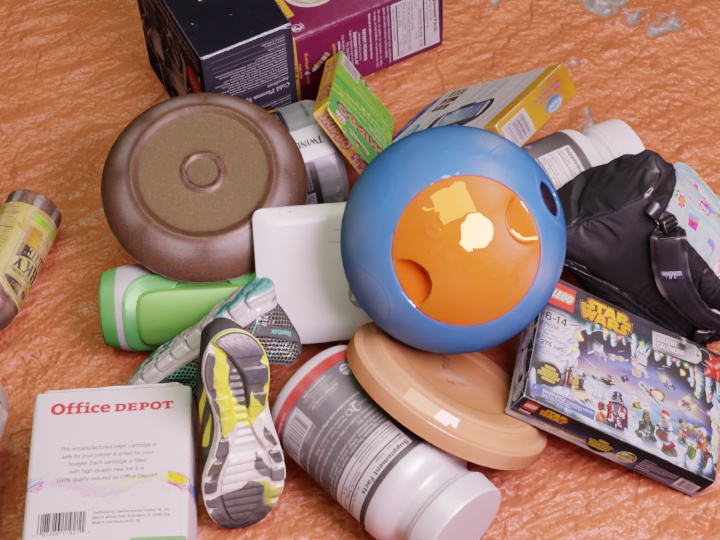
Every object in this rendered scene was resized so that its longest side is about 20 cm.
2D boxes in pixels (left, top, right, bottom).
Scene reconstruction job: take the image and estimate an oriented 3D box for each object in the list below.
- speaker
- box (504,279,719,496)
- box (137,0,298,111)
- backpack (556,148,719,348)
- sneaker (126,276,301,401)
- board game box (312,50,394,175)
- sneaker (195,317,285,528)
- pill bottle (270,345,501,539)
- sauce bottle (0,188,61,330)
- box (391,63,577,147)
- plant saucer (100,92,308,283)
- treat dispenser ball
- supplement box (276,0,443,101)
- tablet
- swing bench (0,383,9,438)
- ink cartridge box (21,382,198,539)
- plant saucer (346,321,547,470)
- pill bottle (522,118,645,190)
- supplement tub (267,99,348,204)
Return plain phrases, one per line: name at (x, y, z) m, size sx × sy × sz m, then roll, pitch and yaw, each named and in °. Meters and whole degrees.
speaker at (-0.148, 0.031, 1.614) m, size 0.199 × 0.089 × 0.089 m, roll -3°, pitch 53°, yaw 0°
box at (0.235, 0.103, 1.514) m, size 0.199 × 0.040 × 0.137 m, roll 24°, pitch 53°, yaw -13°
box at (-0.152, -0.237, 1.755) m, size 0.104 × 0.183 × 0.200 m, roll -24°, pitch 55°, yaw -14°
backpack at (0.282, -0.017, 1.561) m, size 0.166 × 0.200 × 0.127 m, roll -17°, pitch 41°, yaw 48°
sneaker at (-0.138, 0.094, 1.548) m, size 0.200 × 0.091 × 0.078 m, roll -34°, pitch 11°, yaw 23°
board game box at (-0.005, -0.153, 1.687) m, size 0.030 × 0.096 × 0.200 m, roll -35°, pitch 17°, yaw 14°
sneaker at (-0.109, 0.133, 1.488) m, size 0.074 × 0.201 × 0.085 m, roll -3°, pitch 23°, yaw -12°
pill bottle at (0.022, 0.168, 1.484) m, size 0.116 × 0.116 × 0.200 m, roll -37°, pitch 60°, yaw -22°
sauce bottle at (-0.359, 0.012, 1.656) m, size 0.064 × 0.065 × 0.201 m, roll 11°, pitch 56°, yaw 11°
box at (0.113, -0.149, 1.703) m, size 0.119 × 0.042 × 0.200 m, roll -43°, pitch 19°, yaw -32°
plant saucer at (-0.149, -0.087, 1.592) m, size 0.199 × 0.037 × 0.202 m, roll 0°, pitch 68°, yaw -1°
treat dispenser ball at (0.082, -0.027, 1.476) m, size 0.199 × 0.201 × 0.202 m, roll -2°, pitch 53°, yaw 2°
supplement box at (-0.025, -0.286, 1.833) m, size 0.199 × 0.103 × 0.131 m, roll -25°, pitch 55°, yaw -15°
tablet at (0.000, 0.000, 1.574) m, size 0.199 × 0.014 × 0.131 m, roll -5°, pitch 97°, yaw -8°
swing bench at (-0.423, 0.203, 1.480) m, size 0.199 × 0.130 × 0.200 m, roll 6°, pitch 53°, yaw 1°
ink cartridge box at (-0.219, 0.209, 1.486) m, size 0.144 × 0.084 × 0.201 m, roll -3°, pitch 54°, yaw 1°
plant saucer at (0.082, 0.105, 1.502) m, size 0.199 × 0.032 × 0.200 m, roll 27°, pitch 19°, yaw -10°
pill bottle at (0.182, -0.071, 1.654) m, size 0.199 × 0.114 × 0.114 m, roll -23°, pitch 55°, yaw -14°
supplement tub at (-0.121, -0.088, 1.678) m, size 0.199 × 0.123 × 0.123 m, roll -18°, pitch 54°, yaw -11°
